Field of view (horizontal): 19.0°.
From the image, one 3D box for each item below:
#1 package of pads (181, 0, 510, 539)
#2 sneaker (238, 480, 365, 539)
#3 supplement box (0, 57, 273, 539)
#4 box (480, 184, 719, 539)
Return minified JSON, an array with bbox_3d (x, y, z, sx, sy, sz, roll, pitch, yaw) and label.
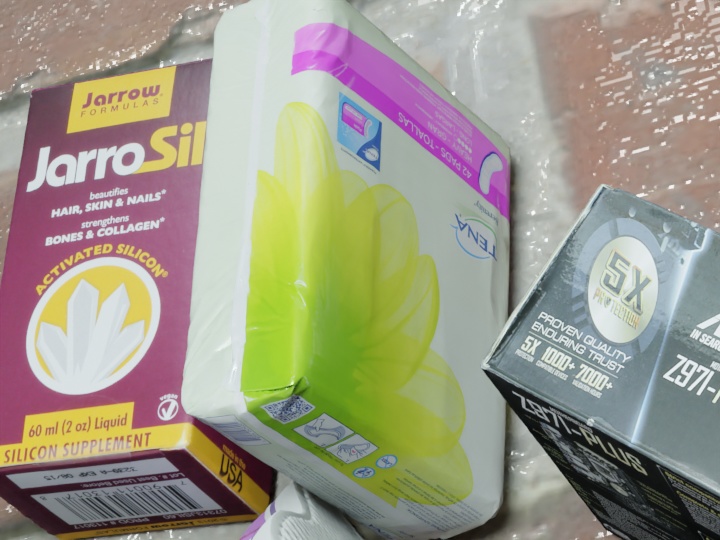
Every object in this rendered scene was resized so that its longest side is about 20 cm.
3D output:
[{"bbox_3d":[0.000,0.000,0.909,0.068,0.154,0.201,-17,54,32],"label":"package of pads"},{"bbox_3d":[-0.044,0.151,0.839,0.114,0.200,0.073,-43,89,0],"label":"sneaker"},{"bbox_3d":[-0.099,0.012,0.989,0.110,0.086,0.201,-8,59,21],"label":"supplement box"},{"bbox_3d":[0.166,0.075,0.783,0.200,0.164,0.086,28,77,35],"label":"box"}]
